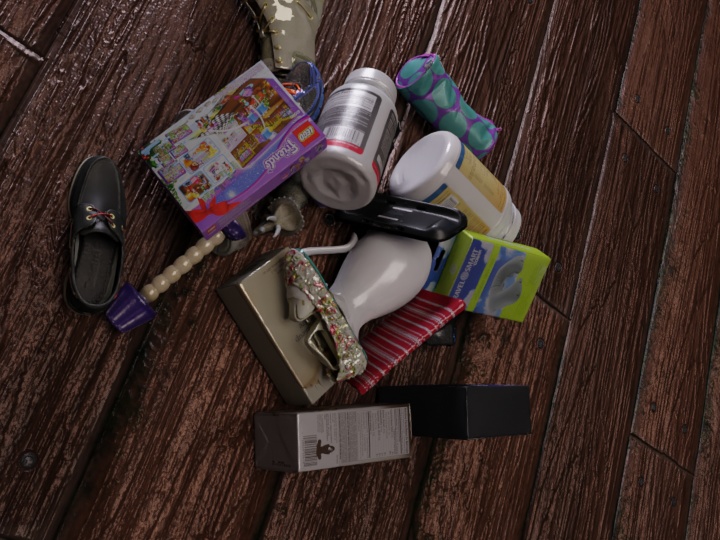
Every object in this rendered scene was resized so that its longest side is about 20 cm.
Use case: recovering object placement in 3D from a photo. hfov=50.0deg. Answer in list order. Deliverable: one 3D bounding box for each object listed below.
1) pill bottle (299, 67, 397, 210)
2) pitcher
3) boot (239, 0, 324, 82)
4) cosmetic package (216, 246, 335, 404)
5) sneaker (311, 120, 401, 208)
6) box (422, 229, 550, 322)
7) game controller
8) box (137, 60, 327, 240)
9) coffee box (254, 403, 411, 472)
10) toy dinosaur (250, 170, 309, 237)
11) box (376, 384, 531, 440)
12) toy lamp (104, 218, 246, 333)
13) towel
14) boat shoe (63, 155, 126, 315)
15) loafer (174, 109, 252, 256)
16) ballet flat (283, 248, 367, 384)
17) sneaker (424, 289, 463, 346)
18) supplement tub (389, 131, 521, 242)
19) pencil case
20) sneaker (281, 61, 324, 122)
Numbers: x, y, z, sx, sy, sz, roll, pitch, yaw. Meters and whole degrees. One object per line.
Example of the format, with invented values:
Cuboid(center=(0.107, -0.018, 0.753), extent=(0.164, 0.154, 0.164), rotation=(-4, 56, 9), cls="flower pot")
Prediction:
Cuboid(center=(-0.008, -0.193, 1.095), extent=(0.111, 0.110, 0.201), rotation=(39, 49, -27), cls="pill bottle")
Cuboid(center=(0.000, 0.000, 1.172), extent=(0.172, 0.121, 0.200), rotation=(48, 62, 1), cls="pitcher")
Cuboid(center=(-0.142, -0.364, 1.134), extent=(0.199, 0.072, 0.156), rotation=(11, 79, -37), cls="boot")
Cuboid(center=(-0.104, 0.080, 1.096), extent=(0.103, 0.073, 0.201), rotation=(-41, 107, -35), cls="cosmetic package")
Cuboid(center=(-0.003, -0.179, 1.192), extent=(0.070, 0.099, 0.201), rotation=(52, 55, -22), cls="sneaker")
Cuboid(center=(0.203, 0.007, 1.247), extent=(0.199, 0.048, 0.123), rotation=(12, 107, -32), cls="box")
Cuboid(center=(0.059, -0.081, 1.170), extent=(0.104, 0.199, 0.042), rotation=(-41, 135, -44), cls="game controller")
Cuboid(center=(-0.160, -0.153, 0.981), extent=(0.200, 0.039, 0.137), rotation=(-38, 80, -9), cls="box")
Cuboid(center=(-0.037, 0.234, 1.099), extent=(0.199, 0.114, 0.081), rotation=(3, 81, -39), cls="coffee box")
Cuboid(center=(-0.099, -0.118, 1.109), extent=(0.077, 0.102, 0.201), rotation=(33, 65, -30), cls="toy dinosaur")
Cuboid(center=(0.139, 0.213, 1.184), extent=(0.140, 0.199, 0.080), rotation=(2, 82, -39), cls="box")
Cuboid(center=(-0.237, 0.000, 0.984), extent=(0.200, 0.058, 0.058), rotation=(-44, 111, -14), cls="toy lamp")
Cuboid(center=(0.054, 0.100, 1.133), extent=(0.200, 0.144, 0.023), rotation=(-39, 106, -12), cls="towel")
Cuboid(center=(-0.321, -0.047, 0.951), extent=(0.073, 0.063, 0.203), rotation=(11, 75, -34), cls="boat shoe")
Cuboid(center=(-0.200, -0.123, 1.061), extent=(0.063, 0.071, 0.202), rotation=(-29, 108, -54), cls="loafer")
Cuboid(center=(-0.057, 0.067, 1.043), extent=(0.064, 0.075, 0.201), rotation=(-37, 103, -29), cls="ballet flat")
Cuboid(center=(0.156, 0.067, 1.310), extent=(0.199, 0.073, 0.113), rotation=(-18, 99, -32), cls="sneaker")
Cuboid(center=(0.160, -0.117, 1.286), extent=(0.200, 0.144, 0.145), rotation=(40, 61, -27), cls="supplement tub")
Cuboid(center=(0.153, -0.283, 1.343), extent=(0.092, 0.085, 0.200), rotation=(-46, 116, -1), cls="pencil case")
Cuboid(center=(-0.116, -0.218, 1.079), extent=(0.201, 0.075, 0.079), rotation=(-62, 147, -20), cls="sneaker")
